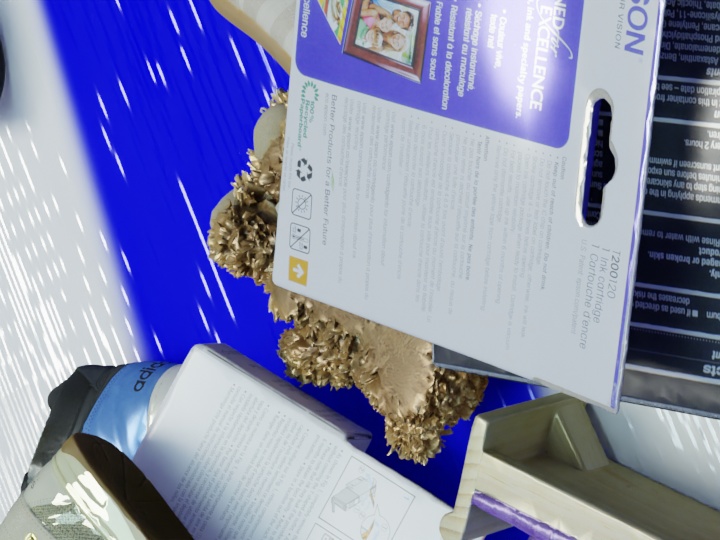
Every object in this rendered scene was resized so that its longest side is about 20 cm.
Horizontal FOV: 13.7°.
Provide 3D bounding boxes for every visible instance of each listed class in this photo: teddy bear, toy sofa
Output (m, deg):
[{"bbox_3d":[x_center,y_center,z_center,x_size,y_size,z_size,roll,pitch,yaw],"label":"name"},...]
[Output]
[{"bbox_3d":[0.000,0.000,1.438,0.200,0.067,0.145,28,106,40],"label":"teddy bear"},{"bbox_3d":[0.137,0.136,1.329,0.200,0.083,0.098,25,113,34],"label":"toy sofa"}]

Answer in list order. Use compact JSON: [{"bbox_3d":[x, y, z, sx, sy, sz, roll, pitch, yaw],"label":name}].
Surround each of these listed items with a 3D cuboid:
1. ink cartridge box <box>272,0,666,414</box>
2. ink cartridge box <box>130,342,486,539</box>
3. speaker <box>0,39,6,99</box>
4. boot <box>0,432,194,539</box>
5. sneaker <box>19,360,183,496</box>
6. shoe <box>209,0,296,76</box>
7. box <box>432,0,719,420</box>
[{"bbox_3d":[0.051,-0.062,1.227,0.200,0.043,0.198,21,112,41],"label":"ink cartridge box"},{"bbox_3d":[-0.050,0.163,1.453,0.176,0.045,0.200,31,99,18],"label":"ink cartridge box"},{"bbox_3d":[-0.288,-0.104,1.640,0.200,0.081,0.081,-6,95,40],"label":"speaker"},{"bbox_3d":[-0.127,0.198,1.419,0.155,0.072,0.200,-42,69,13],"label":"boot"},{"bbox_3d":[-0.121,0.145,1.547,0.111,0.077,0.200,3,96,34],"label":"sneaker"},{"bbox_3d":[0.000,-0.109,1.402,0.200,0.070,0.053,39,129,30],"label":"shoe"},{"bbox_3d":[0.140,-0.050,1.262,0.200,0.123,0.199,10,104,40],"label":"box"}]
